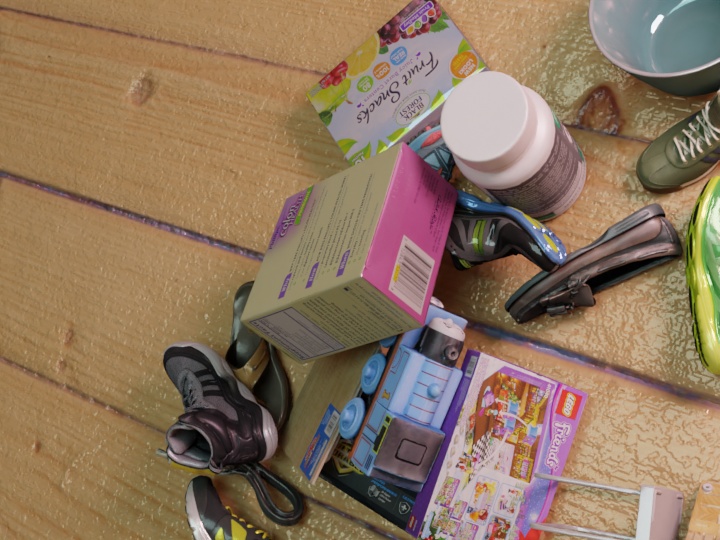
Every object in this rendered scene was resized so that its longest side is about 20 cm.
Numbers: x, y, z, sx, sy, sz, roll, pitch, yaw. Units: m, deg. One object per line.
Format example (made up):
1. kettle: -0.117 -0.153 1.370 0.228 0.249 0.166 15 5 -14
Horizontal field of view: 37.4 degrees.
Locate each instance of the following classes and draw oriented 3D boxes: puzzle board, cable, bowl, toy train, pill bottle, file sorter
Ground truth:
1. puzzle board: -0.030 0.134 1.231 0.202 0.017 0.151 -65 21 0
2. cable: -0.147 0.240 1.298 0.199 0.097 0.051 31 130 12
3. bowl: 0.350 -0.264 1.120 0.199 0.105 0.203 -15 59 26
4. toy train: 0.050 0.127 1.117 0.114 0.086 0.202 26 93 63
5. pill bottle: 0.164 -0.130 1.138 0.112 0.200 0.114 -7 75 25
6. file sorter: 0.230 0.305 1.034 0.123 0.138 0.202 3 79 29

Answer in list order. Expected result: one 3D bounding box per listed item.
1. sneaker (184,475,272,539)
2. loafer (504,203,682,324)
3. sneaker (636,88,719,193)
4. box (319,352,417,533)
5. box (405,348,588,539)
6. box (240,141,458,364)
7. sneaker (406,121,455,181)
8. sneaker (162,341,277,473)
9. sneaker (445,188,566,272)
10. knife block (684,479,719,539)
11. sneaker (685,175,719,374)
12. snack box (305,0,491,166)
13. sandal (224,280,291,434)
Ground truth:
1. sneaker: -0.143 0.328 1.267 0.084 0.075 0.201 -27 64 -4
2. loafer: 0.249 0.007 1.139 0.199 0.072 0.063 -35 70 13
3. sneaker: 0.370 -0.155 1.102 0.199 0.090 0.068 -29 67 18
4. box: 0.053 0.199 1.202 0.199 0.046 0.160 27 90 30
5. box: 0.143 0.199 1.112 0.202 0.136 0.039 -70 18 -4
6. box: -0.011 -0.014 1.149 0.199 0.096 0.177 -20 42 43
7. sneaker: 0.077 -0.103 1.262 0.199 0.079 0.096 -37 82 18
8. sneaker: -0.195 0.161 1.260 0.200 0.113 0.076 40 124 27
9. sneaker: 0.139 -0.032 1.155 0.199 0.071 0.083 22 89 42
10. knife block: 0.343 0.329 1.023 0.063 0.177 0.200 6 35 27
11. sneaker: 0.375 0.005 1.080 0.083 0.074 0.202 -3 78 8
12. snack box: 0.048 -0.224 1.306 0.200 0.053 0.143 -39 65 13
13. sandal: -0.134 0.107 1.314 0.081 0.054 0.202 -11 73 27
